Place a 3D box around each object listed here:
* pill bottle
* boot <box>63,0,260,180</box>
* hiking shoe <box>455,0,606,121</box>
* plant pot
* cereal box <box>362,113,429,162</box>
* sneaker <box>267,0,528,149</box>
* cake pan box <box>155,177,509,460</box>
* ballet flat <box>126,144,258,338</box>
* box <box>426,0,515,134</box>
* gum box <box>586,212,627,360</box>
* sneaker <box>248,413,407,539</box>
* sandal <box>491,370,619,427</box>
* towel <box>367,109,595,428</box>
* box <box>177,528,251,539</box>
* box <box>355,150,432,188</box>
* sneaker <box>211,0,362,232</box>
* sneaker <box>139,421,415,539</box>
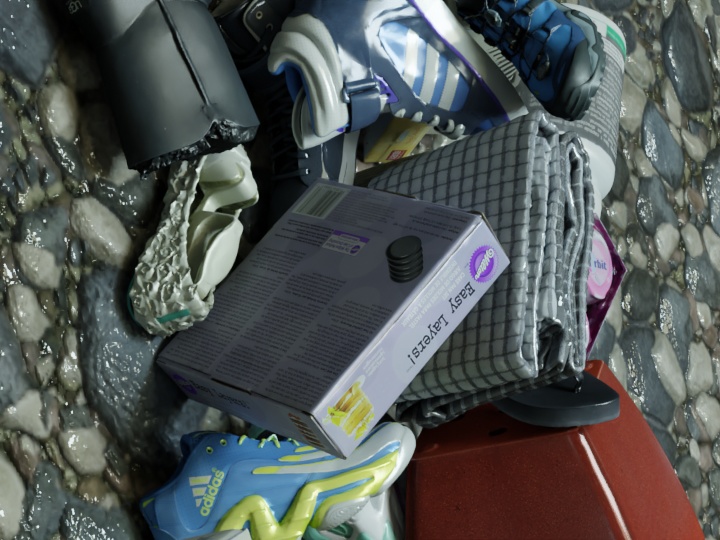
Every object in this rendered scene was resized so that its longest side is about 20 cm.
[{"bbox_3d":[0.170,-0.122,1.974,0.113,0.112,0.202,39,49,-42],"label":"pill bottle"},{"bbox_3d":[-0.113,-0.168,1.586,0.199,0.076,0.169,-28,95,-39],"label":"boot"},{"bbox_3d":[0.109,-0.176,1.630,0.086,0.075,0.201,7,35,-25],"label":"hiking shoe"},{"bbox_3d":[0.132,0.181,1.693,0.200,0.198,0.178,-55,130,-65],"label":"plant pot"},{"bbox_3d":[0.031,-0.201,1.787,0.039,0.144,0.202,1,74,-13],"label":"cereal box"},{"bbox_3d":[0.020,-0.122,1.643,0.146,0.081,0.200,-44,112,-9],"label":"sneaker"},{"bbox_3d":[-0.023,0.026,1.534,0.184,0.199,0.052,-48,124,-21],"label":"cake pan box"},{"bbox_3d":[-0.105,-0.036,1.594,0.072,0.071,0.201,47,43,-36],"label":"ballet flat"},{"bbox_3d":[0.085,-0.183,1.809,0.200,0.068,0.083,112,-22,-70],"label":"box"},{"bbox_3d":[0.132,0.047,1.861,0.066,0.113,0.201,58,39,-25],"label":"gum box"},{"bbox_3d":[-0.013,0.131,1.669,0.201,0.077,0.141,59,35,-39],"label":"sneaker"},{"bbox_3d":[0.108,0.059,1.643,0.076,0.200,0.043,-16,123,-35],"label":"sandal"},{"bbox_3d":[0.082,0.005,1.596,0.085,0.165,0.202,31,53,-43],"label":"towel"},{"bbox_3d":[-0.115,0.283,1.432,0.128,0.108,0.202,-27,101,-55],"label":"box"},{"bbox_3d":[0.000,0.000,1.707,0.078,0.094,0.200,60,39,-21],"label":"box"},{"bbox_3d":[-0.065,-0.120,1.676,0.146,0.077,0.204,33,61,-35],"label":"sneaker"},{"bbox_3d":[-0.061,0.137,1.529,0.199,0.076,0.106,-33,94,-17],"label":"sneaker"}]
